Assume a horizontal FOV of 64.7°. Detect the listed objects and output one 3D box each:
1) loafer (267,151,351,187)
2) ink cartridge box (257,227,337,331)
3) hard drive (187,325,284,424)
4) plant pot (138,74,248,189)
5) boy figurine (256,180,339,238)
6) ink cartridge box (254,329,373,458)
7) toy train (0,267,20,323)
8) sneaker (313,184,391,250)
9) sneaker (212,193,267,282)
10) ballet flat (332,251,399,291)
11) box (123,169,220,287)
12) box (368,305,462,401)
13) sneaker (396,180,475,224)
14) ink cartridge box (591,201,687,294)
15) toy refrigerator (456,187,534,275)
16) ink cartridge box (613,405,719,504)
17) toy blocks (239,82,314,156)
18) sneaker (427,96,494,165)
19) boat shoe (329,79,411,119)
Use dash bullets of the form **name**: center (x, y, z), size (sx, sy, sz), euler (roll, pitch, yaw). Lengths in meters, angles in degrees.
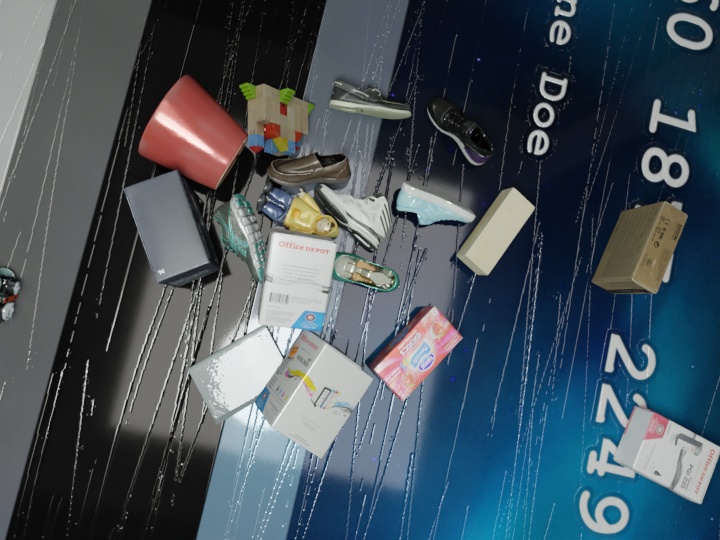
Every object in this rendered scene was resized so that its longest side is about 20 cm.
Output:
- **loafer**: center (-0.116, -0.243, 1.301), size (0.195, 0.072, 0.074), euler (-6, 48, -15)
- **ink cartridge box**: center (-0.142, 0.019, 1.250), size (0.143, 0.084, 0.205), euler (9, 100, -14)
- **hard drive**: center (-0.268, 0.231, 1.280), size (0.197, 0.033, 0.141), euler (-30, 90, -8)
- **plant pot**: center (-0.351, -0.285, 1.234), size (0.176, 0.200, 0.203), euler (33, 83, -14)
- **boy figurine**: center (-0.141, -0.121, 1.303), size (0.197, 0.064, 0.126), euler (29, 74, -2)
- **ink cartridge box**: center (-0.102, 0.257, 1.223), size (0.144, 0.147, 0.202), euler (38, 81, -24)
- **toy train**: center (-0.828, 0.044, 1.204), size (0.195, 0.085, 0.117), euler (12, 97, -8)
- **sneaker**: center (-0.009, -0.152, 1.326), size (0.200, 0.075, 0.116), euler (42, 74, -11)
- **sneaker**: center (-0.271, -0.066, 1.289), size (0.090, 0.078, 0.204), euler (-18, 93, 17)
- **ballet flat**: center (0.000, 0.000, 1.309), size (0.196, 0.070, 0.069), euler (16, 85, -5)
- **box**: center (-0.389, -0.080, 1.202), size (0.115, 0.200, 0.201), euler (-20, 89, -8)
- **box**: center (0.124, 0.187, 1.299), size (0.200, 0.095, 0.103), euler (-44, 93, -8)
- **sneaker**: center (0.175, -0.143, 1.351), size (0.196, 0.074, 0.083), euler (21, 114, -10)
- **ink cartridge box**: center (0.657, -0.048, 1.345), size (0.074, 0.165, 0.203), euler (26, 84, -6)
- **toy refrigerator**: center (0.320, -0.092, 1.357), size (0.075, 0.070, 0.201), euler (37, 83, -10)
- **ink cartridge box**: center (0.737, 0.441, 1.365), size (0.197, 0.085, 0.148), euler (27, 84, -6)
- **toy blocks**: center (-0.182, -0.321, 1.269), size (0.098, 0.198, 0.140), euler (-3, 88, 34)
- **sneaker**: center (0.246, -0.346, 1.353), size (0.200, 0.088, 0.076), euler (44, 83, -2)
- **boat shoe**: center (0.028, -0.401, 1.338), size (0.195, 0.072, 0.069), euler (11, 89, -4)
